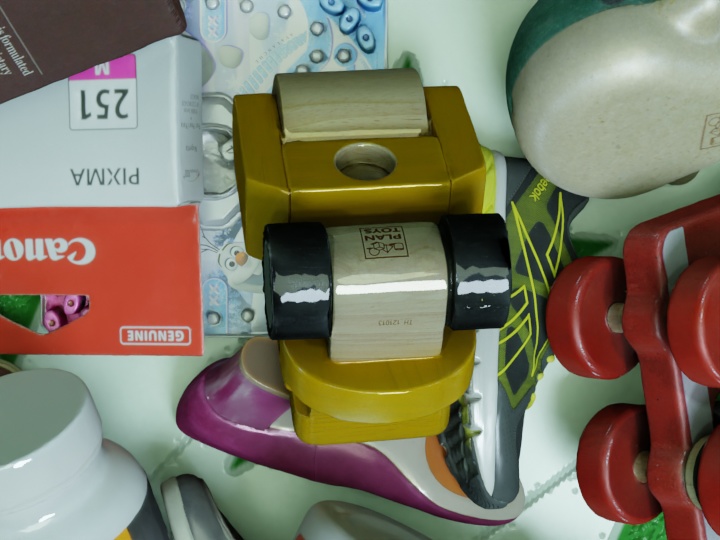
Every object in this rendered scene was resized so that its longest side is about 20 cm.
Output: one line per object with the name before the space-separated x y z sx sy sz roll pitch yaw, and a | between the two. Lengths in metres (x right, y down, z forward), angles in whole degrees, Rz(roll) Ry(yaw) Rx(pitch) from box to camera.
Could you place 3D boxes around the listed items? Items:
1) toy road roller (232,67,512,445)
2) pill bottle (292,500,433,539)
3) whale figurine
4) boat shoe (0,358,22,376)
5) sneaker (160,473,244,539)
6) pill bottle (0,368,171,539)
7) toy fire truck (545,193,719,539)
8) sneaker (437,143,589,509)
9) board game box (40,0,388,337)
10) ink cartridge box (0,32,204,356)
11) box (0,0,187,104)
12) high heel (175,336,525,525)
toy road roller | 0.000 0.000 0.924 0.122 0.201 0.147 -3 132 -8
pill bottle | -0.018 0.231 0.913 0.111 0.111 0.201 26 95 -2
whale figurine | 0.175 -0.114 0.954 0.199 0.160 0.104 -10 54 -3
boat shoe | -0.222 0.150 0.988 0.072 0.072 0.201 13 95 2
sneaker | -0.027 0.180 0.999 0.106 0.075 0.201 -32 103 -3
pill bottle | -0.156 0.161 0.939 0.116 0.117 0.201 -17 118 1
toy fire truck | 0.203 0.054 0.954 0.167 0.112 0.201 -19 102 -37
sneaker | 0.089 0.030 0.967 0.084 0.074 0.201 4 81 -12
board game box | -0.084 -0.061 0.998 0.198 0.026 0.201 0 94 -1
ink cartridge box | -0.185 -0.039 0.968 0.199 0.044 0.175 0 93 14
box | -0.219 -0.190 0.890 0.199 0.166 0.165 -21 57 1
high heel | -0.006 0.105 1.008 0.199 0.096 0.068 23 54 -21
